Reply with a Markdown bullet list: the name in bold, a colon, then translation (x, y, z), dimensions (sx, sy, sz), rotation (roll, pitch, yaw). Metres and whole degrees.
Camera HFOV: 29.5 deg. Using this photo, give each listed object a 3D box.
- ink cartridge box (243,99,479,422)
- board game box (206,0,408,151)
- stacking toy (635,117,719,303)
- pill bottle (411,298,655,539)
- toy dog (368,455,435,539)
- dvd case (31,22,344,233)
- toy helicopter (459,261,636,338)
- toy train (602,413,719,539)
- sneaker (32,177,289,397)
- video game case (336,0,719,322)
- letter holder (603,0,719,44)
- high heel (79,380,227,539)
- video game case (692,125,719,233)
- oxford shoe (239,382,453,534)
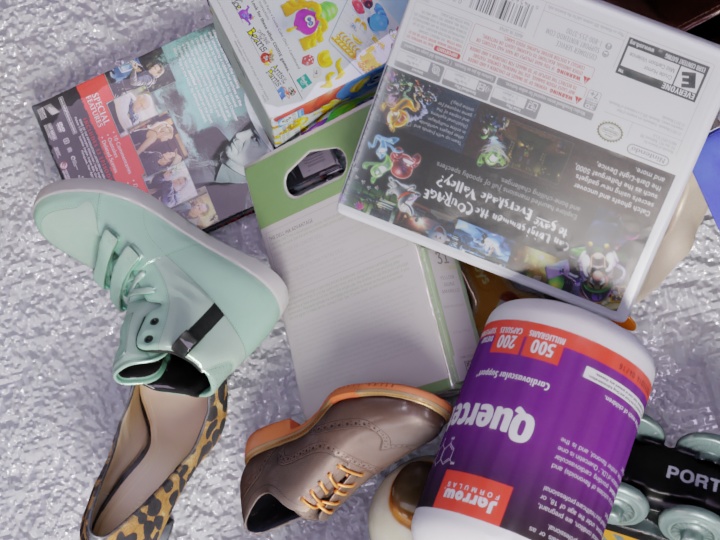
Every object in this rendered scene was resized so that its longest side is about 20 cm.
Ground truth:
- **ink cartridge box**: translation (0.000, 0.000, 0.953), dimensions (0.145, 0.048, 0.201), rotation (-22, 78, 43)
- **board game box**: translation (0.005, -0.180, 0.969), dimensions (0.199, 0.103, 0.105), rotation (-26, 83, -4)
- **stacking toy**: translation (0.140, -0.077, 0.963), dimensions (0.200, 0.146, 0.146), rotation (30, 88, 26)
- **pill bottle**: translation (0.101, 0.126, 0.841), dimensions (0.112, 0.113, 0.201), rotation (20, 72, 7)
- **toy dog**: translation (0.030, 0.225, 0.937), dimensions (0.194, 0.140, 0.200), rotation (28, 86, 26)
- **dvd case**: translation (-0.130, -0.099, 1.028), dimensions (0.199, 0.022, 0.146), rotation (-25, 83, 4)
- **toy helicopter**: translation (0.104, 0.020, 0.962), dimensions (0.132, 0.079, 0.200), rotation (-30, 90, -14)
- **toy train**: translation (0.223, 0.164, 0.921), dimensions (0.199, 0.114, 0.085), rotation (15, 53, 10)
- **sneaker**: translation (-0.162, 0.013, 0.945), dimensions (0.200, 0.074, 0.118), rotation (24, 48, 11)
- **video game case**: translation (0.106, -0.085, 0.850), dimensions (0.199, 0.023, 0.182), rotation (21, 109, 4)
- **letter holder**: translation (0.184, -0.216, 0.909), dimensions (0.142, 0.101, 0.200), rotation (-27, 44, 20)
- **high heel**: translation (-0.142, 0.106, 0.947), dimensions (0.071, 0.143, 0.201), rotation (10, 86, 8)
- **video game case**: translation (0.311, -0.010, 0.901), dimensions (0.045, 0.181, 0.201), rotation (-29, 80, 43)
- **oxford shoe**: translation (-0.012, 0.131, 0.917), dimensions (0.071, 0.200, 0.073), rotation (29, 53, -25)
